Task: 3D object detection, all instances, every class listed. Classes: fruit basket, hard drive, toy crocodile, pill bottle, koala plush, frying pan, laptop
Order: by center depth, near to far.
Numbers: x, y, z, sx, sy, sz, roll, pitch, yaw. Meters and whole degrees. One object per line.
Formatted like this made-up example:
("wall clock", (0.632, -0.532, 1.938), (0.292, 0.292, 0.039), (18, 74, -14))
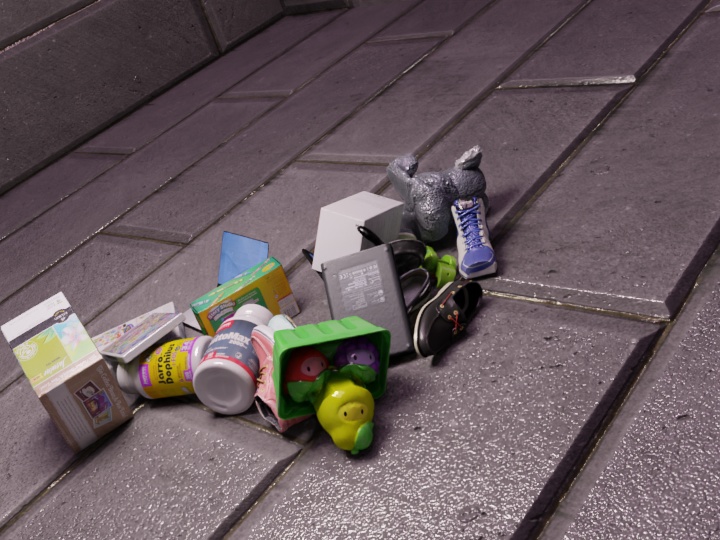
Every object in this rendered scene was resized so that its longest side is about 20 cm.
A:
("fruit basket", (-0.037, 0.182, 1.386), (0.210, 0.159, 0.217), (4, 28, -2))
("hard drive", (0.013, 0.067, 1.554), (0.137, 0.033, 0.204), (-15, 73, 9))
("pill bottle", (-0.225, 0.157, 1.604), (0.117, 0.121, 0.201), (-10, 30, 19))
("frying pan", (0.067, -0.039, 1.616), (0.112, 0.191, 0.031), (-16, 60, 4))
("pill bottle", (-0.368, 0.190, 1.660), (0.196, 0.106, 0.105), (-10, 30, 20))
("toy crocodile", (0.129, -0.015, 1.726), (0.066, 0.063, 0.199), (13, 9, -33))
("koala plush", (0.186, -0.163, 1.826), (0.197, 0.181, 0.184), (-22, 29, -16))
("laptop", (-0.302, 0.028, 1.878), (0.199, 0.118, 0.185), (-39, 32, -29))

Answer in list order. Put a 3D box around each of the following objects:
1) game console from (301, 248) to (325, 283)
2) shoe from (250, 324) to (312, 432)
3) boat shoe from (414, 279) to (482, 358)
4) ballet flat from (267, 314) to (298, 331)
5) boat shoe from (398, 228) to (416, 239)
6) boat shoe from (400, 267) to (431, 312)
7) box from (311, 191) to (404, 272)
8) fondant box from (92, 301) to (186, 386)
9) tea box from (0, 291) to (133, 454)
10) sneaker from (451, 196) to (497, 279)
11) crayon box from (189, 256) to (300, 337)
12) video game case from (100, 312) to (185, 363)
("game console", (0.000, 0.000, 1.722), (0.173, 0.118, 0.200), (-26, 29, -8))
("shoe", (-0.155, 0.185, 1.491), (0.090, 0.072, 0.200), (-27, 59, -26))
("boat shoe", (0.155, 0.081, 1.523), (0.062, 0.075, 0.201), (-8, 26, 38))
("ballet flat", (-0.102, 0.157, 1.567), (0.070, 0.072, 0.200), (-30, 50, -18))
("boat shoe", (0.033, -0.071, 1.850), (0.196, 0.073, 0.063), (-11, 51, 32))
("boat shoe", (0.055, 0.067, 1.599), (0.075, 0.061, 0.200), (35, 63, 20))
("box", (-0.002, -0.070, 1.698), (0.096, 0.127, 0.199), (17, 20, 20))
("fondant box", (-0.468, 0.162, 1.817), (0.196, 0.059, 0.145), (-23, 32, -6))
("tea box", (-0.548, 0.193, 1.617), (0.132, 0.202, 0.197), (-32, 53, -20))
("sneaker", (0.217, -0.078, 1.708), (0.079, 0.117, 0.201), (-15, 29, 12))
("crayon box", (-0.232, 0.076, 1.746), (0.198, 0.121, 0.058), (-30, 30, -17))
("video game case", (-0.435, 0.131, 1.710), (0.142, 0.018, 0.199), (-38, 16, -25))
